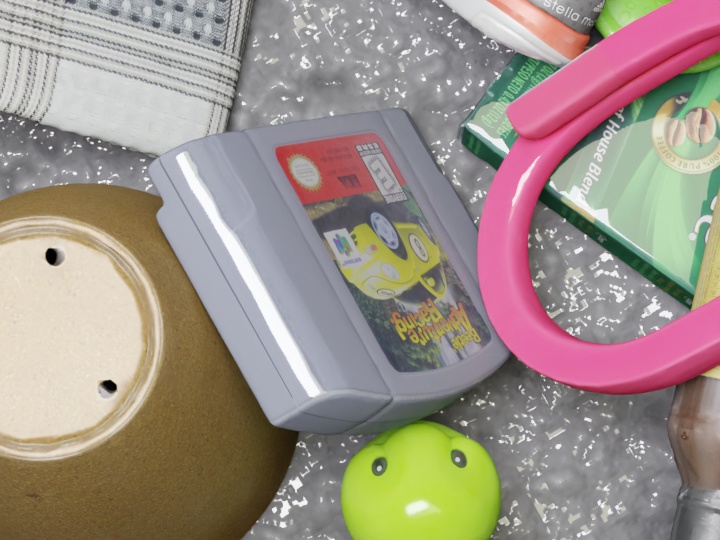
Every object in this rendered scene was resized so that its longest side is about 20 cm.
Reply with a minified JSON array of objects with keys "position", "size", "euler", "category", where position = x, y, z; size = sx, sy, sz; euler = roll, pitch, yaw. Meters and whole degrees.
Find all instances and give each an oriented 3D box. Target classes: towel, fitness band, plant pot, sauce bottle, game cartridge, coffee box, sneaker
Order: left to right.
[{"position":[-0.126,-0.156,0.999],"size":[0.200,0.035,0.193],"euler":[17,79,-34],"category":"towel"},{"position":[-0.117,0.039,0.937],"size":[0.186,0.200,0.187],"euler":[0,81,-1],"category":"plant pot"},{"position":[0.000,0.000,0.951],"size":[0.041,0.200,0.133],"euler":[-29,84,28],"category":"game cartridge"},{"position":[0.039,-0.172,1.010],"size":[0.200,0.077,0.082],"euler":[39,106,20],"category":"sneaker"},{"position":[0.134,-0.032,0.946],"size":[0.200,0.037,0.144],"euler":[-32,66,25],"category":"fitness band"},{"position":[0.159,-0.051,1.029],"size":[0.200,0.044,0.123],"euler":[37,83,5],"category":"coffee box"},{"position":[0.167,0.043,0.965],"size":[0.065,0.065,0.200],"euler":[13,88,2],"category":"sauce bottle"}]

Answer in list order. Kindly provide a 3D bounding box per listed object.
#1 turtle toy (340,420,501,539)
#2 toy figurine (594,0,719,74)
[{"position":[0.032,0.164,0.966],"size":[0.145,0.101,0.200],"euler":[-6,81,-1],"category":"turtle toy"},{"position":[0.185,-0.201,0.957],"size":[0.150,0.184,0.200],"euler":[37,66,6],"category":"toy figurine"}]
